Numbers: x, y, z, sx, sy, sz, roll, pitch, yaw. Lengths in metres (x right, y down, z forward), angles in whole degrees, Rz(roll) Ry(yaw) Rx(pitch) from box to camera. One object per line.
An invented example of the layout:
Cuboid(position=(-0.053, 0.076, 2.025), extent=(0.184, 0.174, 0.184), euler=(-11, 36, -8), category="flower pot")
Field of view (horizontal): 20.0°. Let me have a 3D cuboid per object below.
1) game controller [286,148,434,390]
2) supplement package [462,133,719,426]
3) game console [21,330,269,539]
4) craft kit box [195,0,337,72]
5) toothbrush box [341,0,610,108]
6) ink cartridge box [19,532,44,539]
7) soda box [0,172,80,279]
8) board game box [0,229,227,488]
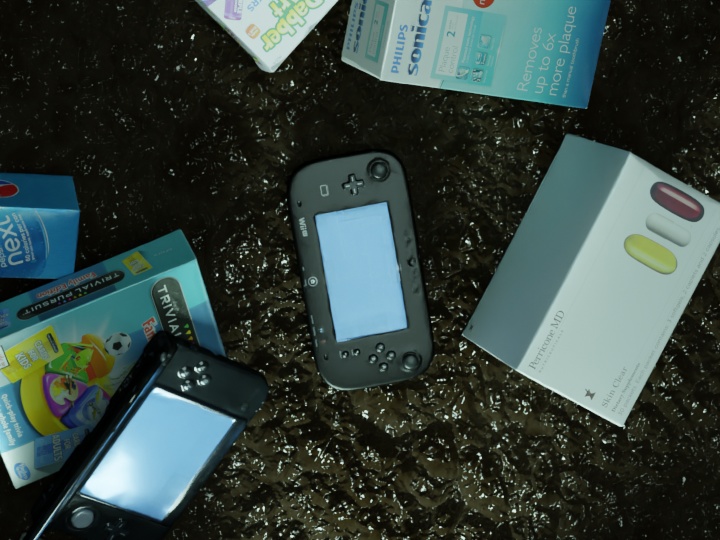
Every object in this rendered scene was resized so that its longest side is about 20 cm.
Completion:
Cuboid(position=(0.000, 0.000, 1.724), extent=(0.103, 0.042, 0.202), euler=(-12, 101, -13), category="game controller")
Cuboid(position=(0.196, 0.004, 1.717), extent=(0.110, 0.156, 0.201), euler=(27, 92, -17), category="supplement package")
Cuboid(position=(-0.174, 0.162, 1.620), extent=(0.175, 0.117, 0.200), euler=(25, 111, -35), category="game console")
Cuboid(position=(-0.078, -0.300, 1.655), extent=(0.197, 0.048, 0.200), euler=(43, 87, -20), category="craft kit box")
Cuboid(position=(0.099, -0.222, 1.669), extent=(0.199, 0.085, 0.148), euler=(7, 103, -26), category="toothbrush box")
Cuboid(position=(-0.219, 0.327, 1.697), extent=(0.199, 0.085, 0.146), euler=(27, 91, -15), category="ink cartridge box")
Cuboid(position=(-0.325, -0.038, 1.611), extent=(0.198, 0.068, 0.065), euler=(2, 116, -15), category="soda box")
Cuboid(position=(-0.212, 0.072, 1.645), extent=(0.199, 0.047, 0.152), euler=(-23, 131, -10), category="board game box")
